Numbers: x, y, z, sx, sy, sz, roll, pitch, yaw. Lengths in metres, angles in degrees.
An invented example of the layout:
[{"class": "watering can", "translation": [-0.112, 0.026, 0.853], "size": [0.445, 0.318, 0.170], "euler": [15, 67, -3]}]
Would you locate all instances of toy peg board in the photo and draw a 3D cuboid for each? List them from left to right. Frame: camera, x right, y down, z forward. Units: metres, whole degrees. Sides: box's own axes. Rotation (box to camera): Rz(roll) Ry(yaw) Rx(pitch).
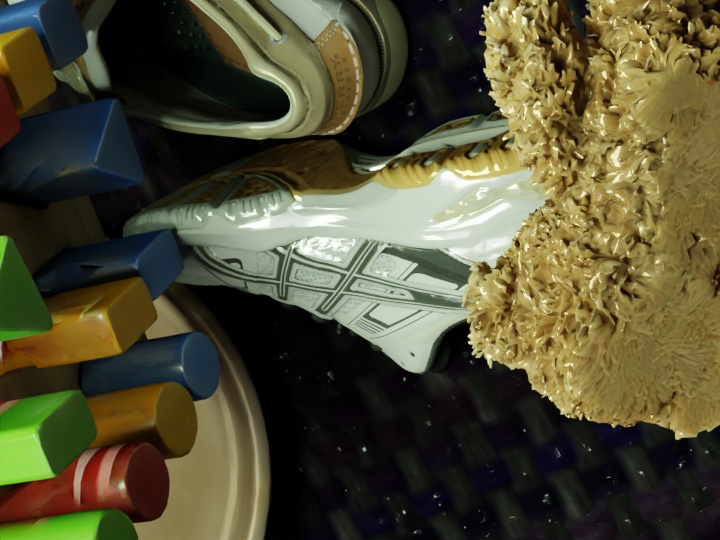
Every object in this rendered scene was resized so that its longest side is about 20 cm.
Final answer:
[{"class": "toy peg board", "translation": [-0.112, 0.008, 0.732], "size": [0.097, 0.199, 0.201], "euler": [-10, 111, 28]}]

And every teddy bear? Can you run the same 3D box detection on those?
[{"class": "teddy bear", "translation": [0.102, -0.051, 0.703], "size": [0.067, 0.144, 0.201], "euler": [-125, 34, -64]}]

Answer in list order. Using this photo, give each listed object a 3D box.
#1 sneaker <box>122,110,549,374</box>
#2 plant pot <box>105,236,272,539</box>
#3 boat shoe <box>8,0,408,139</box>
[{"class": "sneaker", "translation": [0.000, 0.000, 0.808], "size": [0.199, 0.076, 0.088], "euler": [-4, 112, 36]}, {"class": "plant pot", "translation": [-0.141, 0.079, 0.899], "size": [0.202, 0.200, 0.093], "euler": [65, 169, -9]}, {"class": "boat shoe", "translation": [-0.084, -0.098, 0.820], "size": [0.199, 0.068, 0.075], "euler": [16, 120, 26]}]
